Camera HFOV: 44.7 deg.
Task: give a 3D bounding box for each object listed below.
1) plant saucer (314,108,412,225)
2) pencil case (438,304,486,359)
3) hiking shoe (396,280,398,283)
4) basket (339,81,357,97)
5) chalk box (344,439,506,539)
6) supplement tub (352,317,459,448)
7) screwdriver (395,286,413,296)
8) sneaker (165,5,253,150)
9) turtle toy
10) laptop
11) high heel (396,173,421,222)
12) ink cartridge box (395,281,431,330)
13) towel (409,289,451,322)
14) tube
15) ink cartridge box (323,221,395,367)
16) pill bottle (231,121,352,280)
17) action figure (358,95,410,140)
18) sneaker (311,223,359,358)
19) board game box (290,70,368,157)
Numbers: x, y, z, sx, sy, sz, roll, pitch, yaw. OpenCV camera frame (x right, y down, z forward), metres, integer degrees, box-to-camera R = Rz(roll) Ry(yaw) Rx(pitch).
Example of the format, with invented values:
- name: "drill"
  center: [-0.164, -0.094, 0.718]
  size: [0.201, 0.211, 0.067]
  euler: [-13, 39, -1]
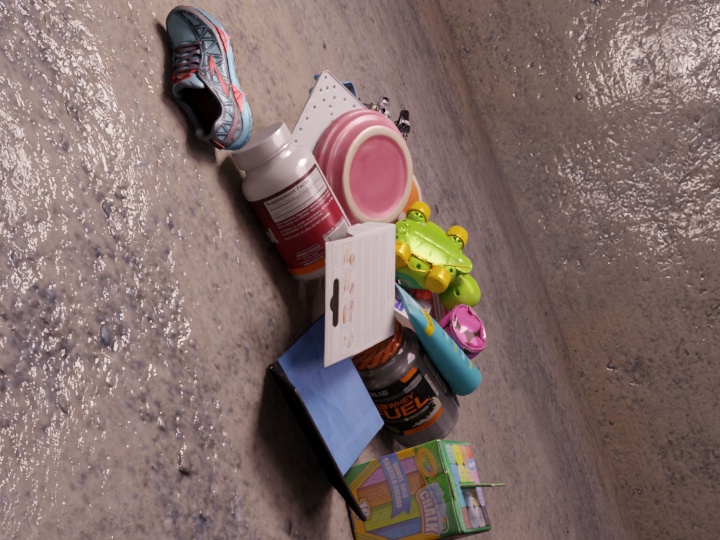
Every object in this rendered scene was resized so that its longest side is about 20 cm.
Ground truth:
- name: "plant saucer"
  center: [0.013, -0.146, 1.353]
  size: [0.198, 0.050, 0.205]
  euler: [-10, 104, -41]
- name: "pencil case"
  center: [0.123, 0.126, 1.432]
  size: [0.091, 0.199, 0.094]
  euler: [41, 48, -11]
- name: "hiking shoe"
  center: [0.027, -0.023, 1.508]
  size: [0.100, 0.075, 0.203]
  euler: [-8, 77, -66]
- name: "basket"
  center: [-0.017, -0.226, 1.496]
  size: [0.176, 0.137, 0.204]
  euler: [-26, 105, -71]
- name: "chalk box"
  center: [0.095, 0.302, 1.180]
  size: [0.124, 0.197, 0.126]
  euler: [27, 45, -61]
- name: "supplement tub"
  center: [0.061, 0.168, 1.340]
  size: [0.201, 0.121, 0.124]
  euler: [55, 24, -31]
- name: "screwdriver"
  center: [0.000, 0.000, 1.380]
  size: [0.199, 0.029, 0.028]
  euler: [33, 21, -21]
- name: "sneaker"
  center: [-0.206, -0.254, 1.131]
  size: [0.095, 0.079, 0.203]
  euler: [-18, 83, -63]
- name: "turtle toy"
  center: [0.115, -0.008, 1.429]
  size: [0.198, 0.101, 0.146]
  euler: [33, 45, -2]
- name: "laptop"
  center: [-0.022, 0.177, 1.113]
  size: [0.189, 0.115, 0.200]
  euler: [63, -13, -15]
- name: "high heel"
  center: [0.060, -0.090, 1.553]
  size: [0.067, 0.095, 0.203]
  euler: [-26, 119, -35]
- name: "ink cartridge box"
  center: [0.019, 0.032, 1.406]
  size: [0.199, 0.039, 0.100]
  euler: [35, 24, 1]
- name: "towel"
  center: [0.125, 0.023, 1.590]
  size: [0.200, 0.029, 0.149]
  euler: [34, -41, 60]
- name: "tube"
  center: [0.111, 0.105, 1.300]
  size: [0.201, 0.050, 0.078]
  euler: [51, 2, -29]
- name: "ink cartridge box"
  center: [-0.013, 0.027, 1.174]
  size: [0.199, 0.047, 0.163]
  euler: [-18, 111, -60]
- name: "pill bottle"
  center: [-0.094, -0.097, 1.216]
  size: [0.202, 0.111, 0.113]
  euler: [61, 21, -21]
- name: "action figure"
  center: [0.018, -0.283, 1.711]
  size: [0.118, 0.103, 0.199]
  euler: [28, -5, -21]
- name: "sneaker"
  center: [-0.021, 0.026, 1.274]
  size: [0.074, 0.088, 0.203]
  euler: [12, 62, -29]
- name: "board game box"
  center: [-0.041, -0.167, 1.351]
  size: [0.199, 0.026, 0.203]
  euler: [37, 72, -40]
